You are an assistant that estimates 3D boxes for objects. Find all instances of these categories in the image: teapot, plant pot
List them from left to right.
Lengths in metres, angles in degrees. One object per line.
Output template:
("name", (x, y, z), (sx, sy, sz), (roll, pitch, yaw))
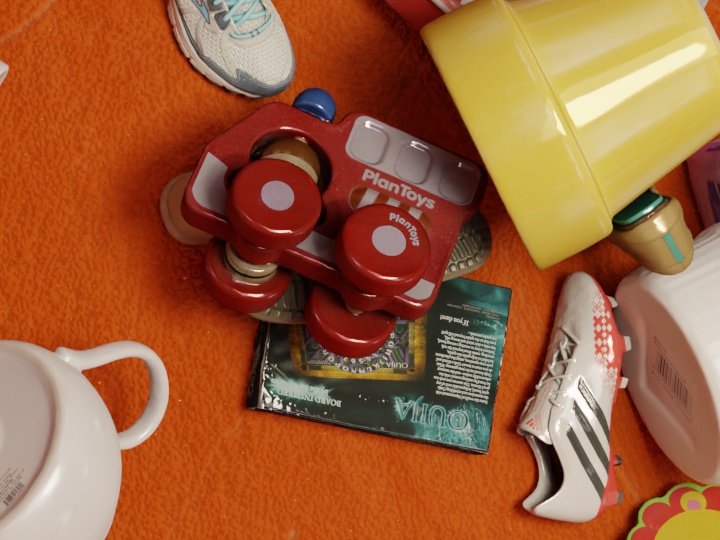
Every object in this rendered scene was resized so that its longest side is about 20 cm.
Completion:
("teapot", (-0.238, 0.152, 1.481), (0.146, 0.199, 0.198), (51, 30, -49))
("plant pot", (0.169, -0.128, 1.558), (0.188, 0.201, 0.201), (-26, 97, 5))

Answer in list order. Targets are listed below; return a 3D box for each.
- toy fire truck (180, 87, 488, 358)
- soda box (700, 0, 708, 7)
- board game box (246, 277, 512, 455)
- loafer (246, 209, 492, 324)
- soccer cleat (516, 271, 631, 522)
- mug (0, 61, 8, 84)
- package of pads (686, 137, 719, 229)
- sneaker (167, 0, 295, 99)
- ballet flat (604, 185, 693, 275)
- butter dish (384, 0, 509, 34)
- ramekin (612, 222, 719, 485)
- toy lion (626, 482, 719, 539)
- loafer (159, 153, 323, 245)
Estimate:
("toy fire truck", (-0.020, -0.048, 1.533), (0.199, 0.112, 0.168), (24, 54, -2))
("soda box", (0.214, -0.178, 1.734), (0.068, 0.063, 0.200), (33, 75, -19))
("board game box", (0.016, 0.060, 1.654), (0.199, 0.028, 0.136), (13, 80, -21))
("loafer", (0.000, 0.000, 1.604), (0.199, 0.067, 0.076), (-10, 81, -8))
("soccer cleat", (0.164, 0.101, 1.695), (0.085, 0.069, 0.201), (-1, 91, -27))
("mug", (-0.356, -0.113, 1.454), (0.153, 0.149, 0.187), (38, 67, -8))
("package of pads", (0.331, -0.050, 1.702), (0.075, 0.200, 0.121), (-23, 96, -7))
("sneaker", (-0.110, -0.218, 1.589), (0.078, 0.086, 0.200), (-35, 100, -20))
("ballet flat", (0.213, -0.034, 1.660), (0.069, 0.200, 0.063), (-35, 102, 4))
("butter dish", (0.133, -0.257, 1.665), (0.200, 0.199, 0.148), (40, 29, -23))
("ramekin", (0.281, 0.071, 1.679), (0.097, 0.200, 0.201), (-21, 95, -14))
("toy lion", (0.276, 0.268, 1.688), (0.191, 0.069, 0.200), (-28, 58, -19))
("loafer", (-0.050, -0.062, 1.613), (0.199, 0.068, 0.076), (-18, 95, -21))
